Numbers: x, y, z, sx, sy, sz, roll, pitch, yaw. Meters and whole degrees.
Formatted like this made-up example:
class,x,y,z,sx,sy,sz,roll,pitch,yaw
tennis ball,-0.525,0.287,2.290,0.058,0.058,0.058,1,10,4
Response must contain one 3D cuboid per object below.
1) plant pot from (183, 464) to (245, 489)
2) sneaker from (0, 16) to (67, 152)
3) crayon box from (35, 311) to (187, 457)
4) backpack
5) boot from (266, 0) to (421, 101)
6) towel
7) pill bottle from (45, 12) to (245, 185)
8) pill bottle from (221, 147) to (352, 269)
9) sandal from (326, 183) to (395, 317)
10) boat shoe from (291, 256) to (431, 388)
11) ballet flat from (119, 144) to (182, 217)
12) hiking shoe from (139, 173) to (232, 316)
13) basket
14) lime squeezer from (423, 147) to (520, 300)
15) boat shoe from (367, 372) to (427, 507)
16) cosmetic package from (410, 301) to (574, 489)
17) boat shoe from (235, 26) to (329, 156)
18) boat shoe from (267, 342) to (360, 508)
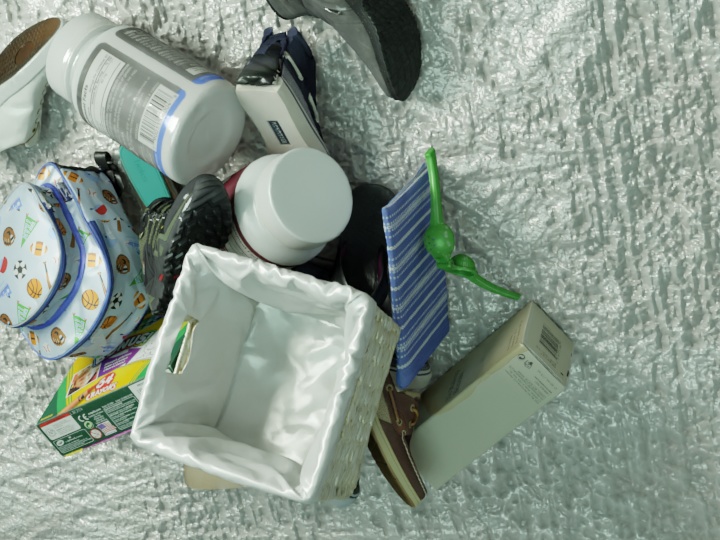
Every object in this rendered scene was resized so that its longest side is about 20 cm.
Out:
class,x,y,z,sx,sy,sz,roll,pitch,yaw
plant pot,-0.109,0.154,1.525,0.197,0.200,0.137,-9,92,19
sneaker,-0.370,-0.194,1.507,0.200,0.073,0.084,-41,129,21
crayon box,-0.246,0.106,1.530,0.198,0.173,0.059,-24,116,26
backpack,-0.321,-0.001,1.498,0.191,0.153,0.201,50,120,19
boot,-0.024,-0.259,1.371,0.130,0.070,0.201,7,138,37
towel,0.056,0.004,1.424,0.023,0.145,0.203,3,115,22
pill bottle,-0.224,-0.181,1.405,0.199,0.113,0.115,33,121,26
pill bottle,-0.098,-0.053,1.410,0.115,0.114,0.199,52,148,-11
sandal,-0.001,-0.001,1.418,0.074,0.204,0.048,4,159,3
boat shoe,-0.002,0.054,1.495,0.197,0.075,0.094,21,106,-6
ballet flat,-0.209,-0.067,1.506,0.067,0.069,0.203,-4,113,19
hiking shoe,-0.191,-0.042,1.384,0.101,0.075,0.201,59,142,25
basket,-0.081,0.103,1.312,0.197,0.161,0.201,16,85,19
lime squeezer,0.101,-0.024,1.424,0.037,0.071,0.201,-16,120,35
boat shoe,0.033,0.147,1.437,0.071,0.072,0.202,-24,89,-11
cosmetic package,0.135,0.136,1.485,0.073,0.104,0.200,44,116,-8
boat shoe,-0.063,-0.162,1.425,0.074,0.094,0.201,6,146,22
boat shoe,-0.043,0.144,1.407,0.070,0.072,0.202,-29,84,18
